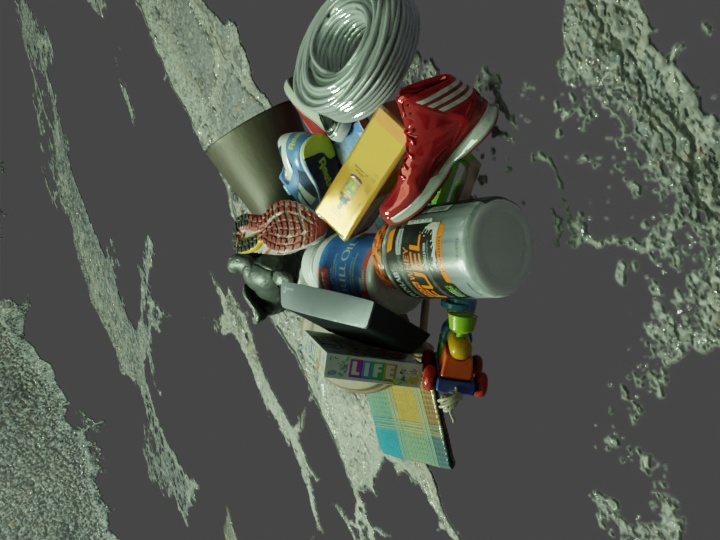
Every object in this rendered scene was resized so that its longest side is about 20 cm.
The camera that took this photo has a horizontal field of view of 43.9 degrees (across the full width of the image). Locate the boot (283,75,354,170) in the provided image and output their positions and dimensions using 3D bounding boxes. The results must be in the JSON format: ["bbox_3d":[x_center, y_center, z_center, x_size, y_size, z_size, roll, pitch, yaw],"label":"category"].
[{"bbox_3d":[-0.066,-0.210,1.430,0.200,0.072,0.145,50,144,31],"label":"boot"}]

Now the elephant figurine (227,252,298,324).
[{"bbox_3d":[-0.165,0.037,1.683,0.141,0.155,0.201,7,131,13],"label":"elephant figurine"}]

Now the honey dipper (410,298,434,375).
[{"bbox_3d":[0.092,0.064,1.314,0.038,0.038,0.201,33,129,50],"label":"honey dipper"}]

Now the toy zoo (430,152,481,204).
[{"bbox_3d":[0.086,-0.155,1.239,0.200,0.020,0.132,53,144,34],"label":"toy zoo"}]

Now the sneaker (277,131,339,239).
[{"bbox_3d":[-0.074,-0.129,1.369,0.082,0.074,0.201,21,138,34],"label":"sneaker"}]

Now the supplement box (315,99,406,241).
[{"bbox_3d":[0.018,-0.135,1.215,0.067,0.069,0.200,45,126,13],"label":"supplement box"}]

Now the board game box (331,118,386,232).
[{"bbox_3d":[0.031,-0.115,1.291,0.201,0.019,0.103,61,153,-1],"label":"board game box"}]

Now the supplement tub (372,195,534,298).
[{"bbox_3d":[0.111,-0.025,1.134,0.200,0.122,0.123,-5,99,54],"label":"supplement tub"}]

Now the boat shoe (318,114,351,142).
[{"bbox_3d":[-0.054,-0.271,1.312,0.070,0.066,0.201,-50,36,46],"label":"boat shoe"}]

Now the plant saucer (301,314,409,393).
[{"bbox_3d":[-0.012,0.104,1.423,0.199,0.029,0.201,7,106,25],"label":"plant saucer"}]

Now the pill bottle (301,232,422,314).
[{"bbox_3d":[0.000,0.000,1.305,0.200,0.112,0.113,6,108,54],"label":"pill bottle"}]

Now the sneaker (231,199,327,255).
[{"bbox_3d":[-0.115,-0.063,1.376,0.200,0.082,0.078,0,85,50],"label":"sneaker"}]

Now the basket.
[{"bbox_3d":[-0.136,-0.152,1.492,0.180,0.136,0.201,-29,92,21],"label":"basket"}]

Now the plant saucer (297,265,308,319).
[{"bbox_3d":[-0.038,0.064,1.521,0.200,0.050,0.201,29,127,49],"label":"plant saucer"}]

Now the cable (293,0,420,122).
[{"bbox_3d":[-0.008,-0.297,1.199,0.200,0.069,0.201,-21,58,43],"label":"cable"}]

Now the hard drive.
[{"bbox_3d":[-0.015,0.065,1.240,0.200,0.135,0.042,11,74,48],"label":"hard drive"}]

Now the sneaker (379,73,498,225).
[{"bbox_3d":[0.065,-0.158,1.104,0.200,0.115,0.078,-49,22,14],"label":"sneaker"}]

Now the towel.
[{"bbox_3d":[0.076,0.238,1.440,0.200,0.022,0.147,-6,99,59],"label":"towel"}]

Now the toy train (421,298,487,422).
[{"bbox_3d":[0.128,0.106,1.159,0.200,0.084,0.116,-79,-4,-77],"label":"toy train"}]

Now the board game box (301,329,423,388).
[{"bbox_3d":[-0.003,0.123,1.268,0.200,0.134,0.034,-158,76,-77],"label":"board game box"}]
